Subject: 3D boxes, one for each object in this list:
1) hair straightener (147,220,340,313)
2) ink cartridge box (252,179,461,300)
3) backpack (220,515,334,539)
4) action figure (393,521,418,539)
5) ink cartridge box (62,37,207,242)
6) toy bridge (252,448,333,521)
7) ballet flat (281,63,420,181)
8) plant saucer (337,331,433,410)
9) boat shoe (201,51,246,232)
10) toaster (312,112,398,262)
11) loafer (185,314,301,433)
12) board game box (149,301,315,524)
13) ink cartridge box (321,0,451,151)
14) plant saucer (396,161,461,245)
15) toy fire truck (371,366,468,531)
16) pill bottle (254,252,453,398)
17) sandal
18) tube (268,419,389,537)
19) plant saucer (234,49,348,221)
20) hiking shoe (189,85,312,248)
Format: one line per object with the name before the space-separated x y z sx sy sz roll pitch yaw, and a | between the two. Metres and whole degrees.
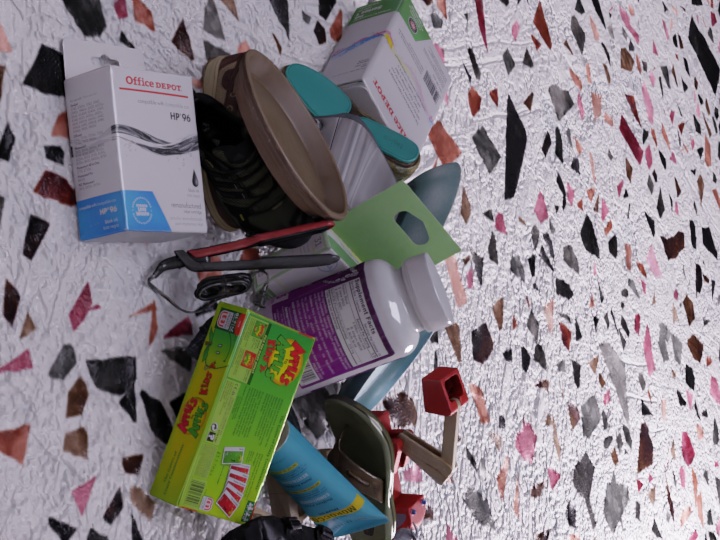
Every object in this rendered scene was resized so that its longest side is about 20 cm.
hair straightener | -0.116 0.003 1.507 0.041 0.199 0.077 145 -66 -76
ink cartridge box | 0.000 0.000 1.663 0.146 0.199 0.048 46 23 -42
backpack | -0.082 0.366 1.491 0.163 0.153 0.201 28 37 -59
action figure | 0.037 0.388 1.708 0.130 0.069 0.201 99 5 -75
ink cartridge box | -0.220 -0.131 1.450 0.116 0.068 0.201 -1 82 -53
toy bridge | -0.085 0.244 1.614 0.200 0.027 0.068 -10 91 -61
ballet flat | -0.021 -0.168 1.778 0.200 0.071 0.071 34 40 0
plant saucer | 0.031 0.103 1.737 0.027 0.200 0.200 39 31 11
boat shoe | -0.129 -0.143 1.612 0.072 0.072 0.201 25 61 -54
toaster | -0.028 -0.076 1.723 0.200 0.113 0.130 61 38 -44
loafer | -0.122 0.131 1.560 0.070 0.068 0.201 -39 128 -17
board game box | -0.126 0.143 1.476 0.101 0.047 0.201 26 81 -45
ink cartridge box | 0.029 -0.232 1.891 0.145 0.084 0.200 59 36 -31
plant saucer | 0.054 -0.052 1.816 0.039 0.201 0.202 28 50 -11
toy fire truck | 0.063 0.215 1.742 0.049 0.140 0.201 -29 113 -58
pill bottle | -0.006 0.054 1.603 0.112 0.199 0.113 -21 90 -81
sandal | -0.003 0.233 1.659 0.057 0.080 0.202 -28 116 -44
tube | -0.049 0.228 1.586 0.200 0.077 0.051 51 33 -41
plant saucer | -0.075 -0.136 1.546 0.200 0.029 0.200 57 14 -22
hiking shoe | -0.124 -0.101 1.532 0.200 0.076 0.101 47 -6 -3
